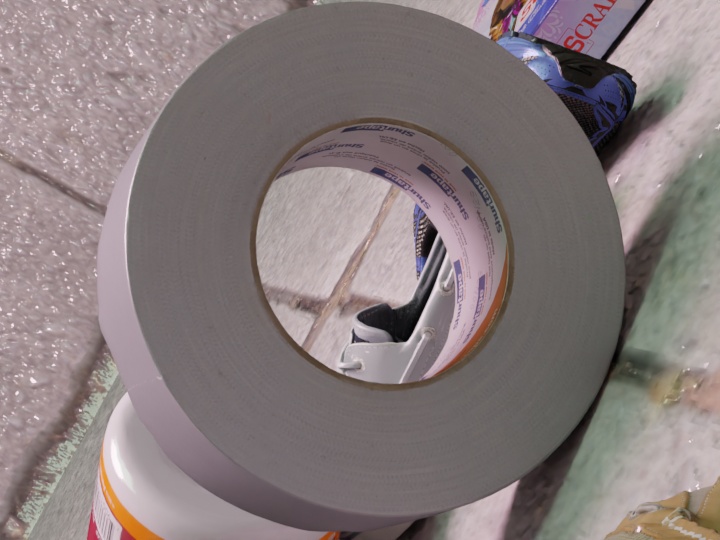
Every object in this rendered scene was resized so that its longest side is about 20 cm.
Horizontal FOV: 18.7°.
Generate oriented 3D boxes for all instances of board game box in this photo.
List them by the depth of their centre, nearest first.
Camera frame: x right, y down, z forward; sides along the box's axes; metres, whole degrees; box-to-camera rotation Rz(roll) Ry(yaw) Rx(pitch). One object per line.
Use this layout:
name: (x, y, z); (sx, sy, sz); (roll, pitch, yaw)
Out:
board game box: (0.117, -0.164, 1.215); (0.200, 0.041, 0.200); (-54, 11, 38)

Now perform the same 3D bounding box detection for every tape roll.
tape roll: (0.000, 0.000, 0.854); (0.201, 0.200, 0.066); (-64, 9, -18)

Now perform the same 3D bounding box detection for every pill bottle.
pill bottle: (-0.074, 0.145, 1.014); (0.113, 0.113, 0.200); (-71, -3, -48)

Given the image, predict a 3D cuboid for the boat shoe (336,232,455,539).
boat shoe: (0.027, 0.036, 0.995); (0.201, 0.071, 0.070); (-60, 10, 16)

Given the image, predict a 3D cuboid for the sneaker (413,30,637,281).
sneaker: (0.074, -0.045, 1.038); (0.200, 0.075, 0.079); (119, 167, -63)

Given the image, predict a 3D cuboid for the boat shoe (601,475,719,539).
boat shoe: (0.090, 0.079, 0.552); (0.076, 0.072, 0.200); (-51, 7, -13)
